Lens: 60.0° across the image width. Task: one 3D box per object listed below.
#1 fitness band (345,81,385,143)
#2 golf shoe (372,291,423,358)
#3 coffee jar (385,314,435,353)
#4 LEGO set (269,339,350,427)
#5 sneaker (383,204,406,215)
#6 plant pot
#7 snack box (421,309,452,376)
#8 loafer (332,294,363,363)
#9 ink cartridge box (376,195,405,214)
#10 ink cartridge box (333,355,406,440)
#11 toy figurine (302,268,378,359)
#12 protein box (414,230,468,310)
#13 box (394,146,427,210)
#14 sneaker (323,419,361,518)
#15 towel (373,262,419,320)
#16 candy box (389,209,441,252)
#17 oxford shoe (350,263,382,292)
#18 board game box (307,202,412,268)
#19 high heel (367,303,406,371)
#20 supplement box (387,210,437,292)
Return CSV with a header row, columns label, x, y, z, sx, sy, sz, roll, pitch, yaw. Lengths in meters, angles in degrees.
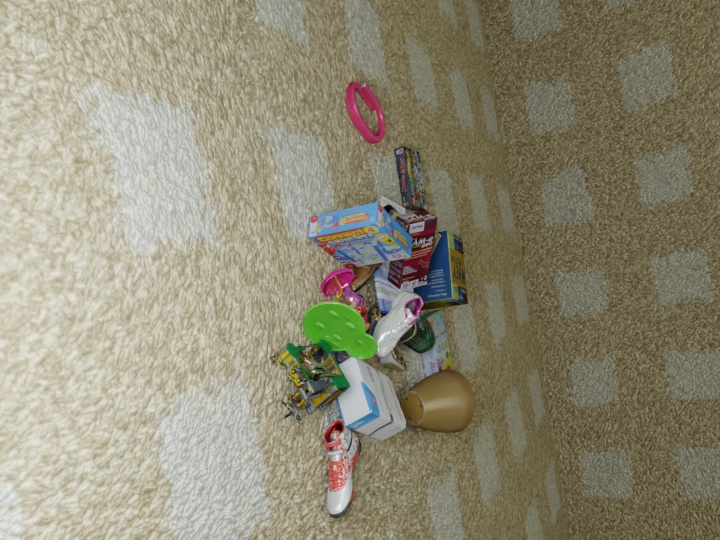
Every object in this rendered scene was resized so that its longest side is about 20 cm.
label,x,y,z,sx,sy,sz,roll,pitch,yaw
fitness band,0.018,-0.476,1.880,0.200,0.037,0.147,43,45,-48
golf shoe,0.098,0.141,1.653,0.075,0.091,0.203,38,70,-21
coffee jar,0.146,0.173,1.847,0.199,0.084,0.106,32,33,-55
LEGO set,-0.123,0.238,1.335,0.155,0.116,0.199,53,21,12
sneaker,0.093,-0.137,1.773,0.196,0.090,0.080,-9,55,-37
plant pot,0.210,0.396,1.843,0.197,0.183,0.193,3,78,-46
snack box,0.246,0.245,2.061,0.141,0.052,0.206,-15,94,-64
loafer,-0.017,0.147,1.562,0.073,0.061,0.203,63,37,-43
ink cartridge box,0.082,-0.116,1.844,0.093,0.037,0.205,24,54,-25
ink cartridge box,0.019,0.316,1.519,0.200,0.083,0.147,40,25,-53
toy figurine,-0.033,0.084,1.484,0.198,0.150,0.187,35,36,-20
protein box,0.212,0.007,1.920,0.134,0.194,0.207,18,66,-58
box,0.173,-0.309,2.120,0.136,0.037,0.207,-2,83,-63
sneaker,-0.055,0.439,1.407,0.109,0.066,0.204,60,30,-32
towel,0.099,0.044,1.777,0.144,0.024,0.205,19,48,-32
candy box,0.134,-0.083,1.759,0.197,0.055,0.118,17,102,-48
oxford shoe,0.000,0.000,1.679,0.071,0.071,0.201,43,37,-4
board game box,0.002,-0.082,1.544,0.195,0.195,0.058,37,51,-51
high heel,0.083,0.190,1.741,0.199,0.070,0.146,38,55,-41
supplement box,0.140,-0.053,1.697,0.107,0.061,0.205,-15,124,-34
